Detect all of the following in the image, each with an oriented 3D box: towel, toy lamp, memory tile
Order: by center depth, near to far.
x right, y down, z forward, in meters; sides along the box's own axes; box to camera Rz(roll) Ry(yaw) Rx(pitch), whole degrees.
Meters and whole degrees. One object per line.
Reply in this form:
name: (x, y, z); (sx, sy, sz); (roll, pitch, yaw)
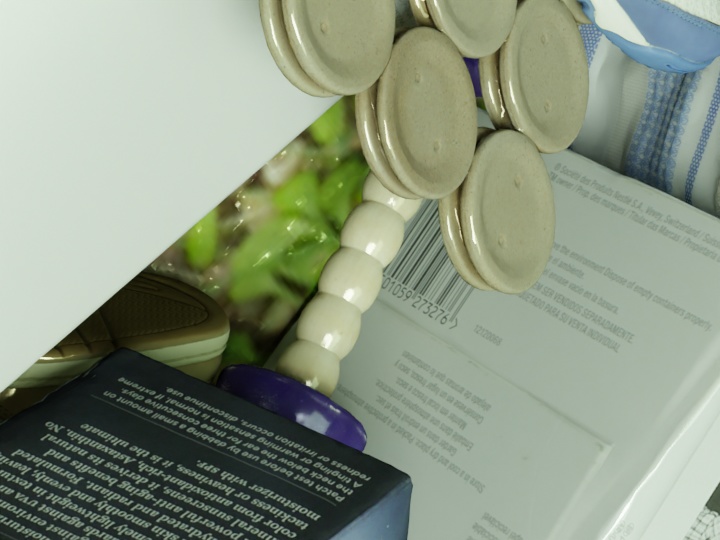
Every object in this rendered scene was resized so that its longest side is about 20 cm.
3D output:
memory tile: (0.035, -0.110, 0.674); (0.153, 0.017, 0.201); (45, 53, -43)
towel: (0.124, -0.090, 0.754); (0.024, 0.200, 0.148); (8, 99, -22)
toy lamp: (0.000, 0.000, 0.772); (0.058, 0.058, 0.201); (39, 70, -38)

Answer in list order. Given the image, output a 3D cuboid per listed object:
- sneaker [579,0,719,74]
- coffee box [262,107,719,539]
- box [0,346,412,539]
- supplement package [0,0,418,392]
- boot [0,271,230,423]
sneaker: (0.098, -0.157, 0.678); (0.075, 0.087, 0.202); (-41, 121, -50)
coffee box: (0.088, 0.092, 0.814); (0.197, 0.199, 0.201); (38, 87, -37)
box: (-0.090, 0.164, 0.642); (0.198, 0.122, 0.202); (-32, 134, -47)
supplement package: (-0.096, -0.079, 0.671); (0.200, 0.121, 0.120); (-42, 126, -12)
boot: (-0.136, 0.088, 0.749); (0.198, 0.072, 0.156); (-13, 116, -23)
